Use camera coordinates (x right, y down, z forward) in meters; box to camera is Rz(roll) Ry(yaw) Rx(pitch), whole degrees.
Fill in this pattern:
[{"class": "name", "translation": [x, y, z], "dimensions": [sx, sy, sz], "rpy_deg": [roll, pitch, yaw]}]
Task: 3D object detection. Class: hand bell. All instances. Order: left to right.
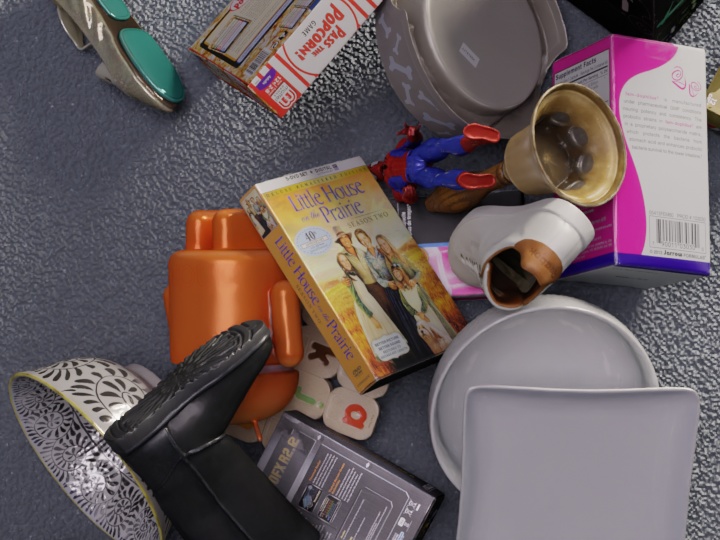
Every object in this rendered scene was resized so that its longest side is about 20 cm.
[{"class": "hand bell", "translation": [0.123, -0.082, 1.594], "dimensions": [0.104, 0.200, 0.105], "rpy_deg": [10, 72, -34]}]

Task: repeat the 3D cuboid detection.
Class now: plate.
[{"class": "plate", "translation": [0.179, 0.186, 1.575], "dimensions": [0.199, 0.032, 0.201], "rpy_deg": [1, 109, -3]}]

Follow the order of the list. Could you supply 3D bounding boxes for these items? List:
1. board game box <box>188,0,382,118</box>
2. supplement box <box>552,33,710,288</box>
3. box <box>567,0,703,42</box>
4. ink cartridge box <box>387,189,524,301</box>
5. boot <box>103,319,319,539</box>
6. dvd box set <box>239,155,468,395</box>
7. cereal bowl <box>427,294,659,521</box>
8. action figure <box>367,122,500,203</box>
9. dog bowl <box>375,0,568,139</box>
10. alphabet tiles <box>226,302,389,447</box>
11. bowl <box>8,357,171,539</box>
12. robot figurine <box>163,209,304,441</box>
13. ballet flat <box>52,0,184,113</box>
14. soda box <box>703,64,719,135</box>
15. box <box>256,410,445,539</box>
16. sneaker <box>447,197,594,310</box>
[{"class": "board game box", "translation": [-0.066, -0.225, 1.666], "dimensions": [0.046, 0.200, 0.152], "rpy_deg": [41, 89, -25]}, {"class": "supplement box", "translation": [0.234, -0.092, 1.620], "dimensions": [0.101, 0.103, 0.201], "rpy_deg": [6, 80, -26]}, {"class": "box", "translation": [0.237, -0.295, 1.622], "dimensions": [0.148, 0.200, 0.124], "rpy_deg": [40, 88, 13]}, {"class": "ink cartridge box", "translation": [0.051, -0.019, 1.689], "dimensions": [0.199, 0.037, 0.095], "rpy_deg": [-4, 80, 10]}, {"class": "boot", "translation": [-0.093, 0.163, 1.557], "dimensions": [0.165, 0.066, 0.200], "rpy_deg": [-38, 109, -5]}, {"class": "dvd box set", "translation": [0.000, 0.000, 1.611], "dimensions": [0.029, 0.146, 0.201], "rpy_deg": [-43, 73, 39]}, {"class": "cereal bowl", "translation": [0.155, 0.110, 1.607], "dimensions": [0.199, 0.083, 0.201], "rpy_deg": [-1, 109, -2]}, {"class": "action figure", "translation": [0.054, -0.093, 1.618], "dimensions": [0.051, 0.200, 0.066], "rpy_deg": [2, 87, -22]}, {"class": "dog bowl", "translation": [0.096, -0.204, 1.646], "dimensions": [0.059, 0.199, 0.201], "rpy_deg": [-20, 73, 48]}, {"class": "alphabet tiles", "translation": [-0.060, 0.065, 1.682], "dimensions": [0.195, 0.015, 0.201], "rpy_deg": [19, 95, 16]}, {"class": "bowl", "translation": [-0.210, 0.145, 1.643], "dimensions": [0.094, 0.201, 0.201], "rpy_deg": [-39, 75, -26]}, {"class": "robot figurine", "translation": [-0.111, 0.047, 1.631], "dimensions": [0.143, 0.117, 0.201], "rpy_deg": [-1, 90, 10]}, {"class": "ballet flat", "translation": [-0.235, -0.216, 1.763], "dimensions": [0.062, 0.067, 0.200], "rpy_deg": [-42, 71, 28]}, {"class": "soda box", "translation": [0.371, -0.210, 1.654], "dimensions": [0.064, 0.068, 0.201], "rpy_deg": [27, 85, 12]}, {"class": "box", "translation": [-0.041, 0.247, 1.637], "dimensions": [0.158, 0.048, 0.201], "rpy_deg": [27, 93, 13]}, {"class": "sneaker", "translation": [0.112, -0.006, 1.559], "dimensions": [0.073, 0.200, 0.085], "rpy_deg": [43, 68, -10]}]
